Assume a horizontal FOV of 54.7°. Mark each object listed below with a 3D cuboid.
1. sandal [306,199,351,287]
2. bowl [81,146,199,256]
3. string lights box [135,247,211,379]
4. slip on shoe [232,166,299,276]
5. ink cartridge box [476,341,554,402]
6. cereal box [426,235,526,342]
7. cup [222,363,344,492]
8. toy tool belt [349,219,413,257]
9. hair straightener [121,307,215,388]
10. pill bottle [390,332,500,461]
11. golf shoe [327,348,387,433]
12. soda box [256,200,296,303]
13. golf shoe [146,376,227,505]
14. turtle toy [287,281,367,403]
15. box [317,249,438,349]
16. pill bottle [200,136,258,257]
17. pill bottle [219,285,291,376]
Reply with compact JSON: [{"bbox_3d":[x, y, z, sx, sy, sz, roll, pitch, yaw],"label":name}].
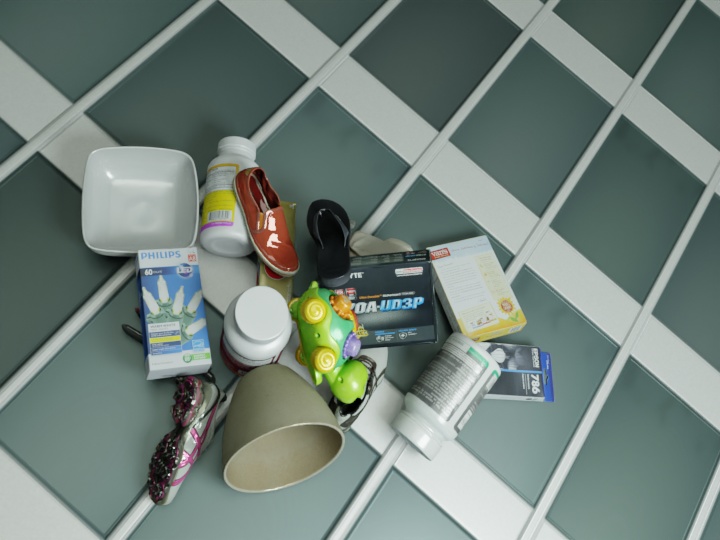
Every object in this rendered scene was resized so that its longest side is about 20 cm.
[{"bbox_3d":[-0.049,-0.059,1.178,0.074,0.044,0.203,-13,45,-3],"label":"sandal"},{"bbox_3d":[-0.386,-0.113,1.234,0.194,0.075,0.206,0,70,-14],"label":"bowl"},{"bbox_3d":[-0.313,0.069,1.154,0.100,0.059,0.206,-4,70,-24],"label":"string lights box"},{"bbox_3d":[-0.158,-0.085,1.201,0.073,0.061,0.205,-23,90,-43],"label":"slip on shoe"},{"bbox_3d":[0.287,0.193,1.324,0.194,0.039,0.102,5,68,-14],"label":"ink cartridge box"},{"bbox_3d":[0.218,0.035,1.346,0.140,0.040,0.204,-10,62,-19],"label":"cereal box"},{"bbox_3d":[-0.138,0.241,1.121,0.195,0.203,0.145,-10,51,-19],"label":"cup"},{"bbox_3d":[0.000,0.000,1.274,0.195,0.125,0.126,21,39,-1],"label":"toy tool belt"},{"bbox_3d":[-0.326,0.154,1.175,0.199,0.041,0.077,41,65,-3],"label":"hair straightener"},{"bbox_3d":[0.147,0.221,1.218,0.112,0.113,0.201,39,78,3],"label":"pill bottle"},{"bbox_3d":[0.004,0.188,1.218,0.076,0.095,0.203,27,64,-2],"label":"golf shoe"},{"bbox_3d":[-0.155,-0.023,1.266,0.062,0.068,0.206,5,69,-13],"label":"soda box"},{"bbox_3d":[-0.273,0.279,1.116,0.091,0.072,0.205,28,79,-44],"label":"golf shoe"},{"bbox_3d":[-0.048,0.116,1.123,0.098,0.145,0.206,-14,93,-19],"label":"turtle toy"},{"bbox_3d":[0.032,0.054,1.198,0.193,0.163,0.046,-4,27,6],"label":"box"},{"bbox_3d":[-0.233,-0.136,1.268,0.101,0.105,0.206,7,68,-12],"label":"pill bottle"},{"bbox_3d":[-0.172,0.099,1.143,0.109,0.200,0.116,5,67,-13],"label":"pill bottle"}]
